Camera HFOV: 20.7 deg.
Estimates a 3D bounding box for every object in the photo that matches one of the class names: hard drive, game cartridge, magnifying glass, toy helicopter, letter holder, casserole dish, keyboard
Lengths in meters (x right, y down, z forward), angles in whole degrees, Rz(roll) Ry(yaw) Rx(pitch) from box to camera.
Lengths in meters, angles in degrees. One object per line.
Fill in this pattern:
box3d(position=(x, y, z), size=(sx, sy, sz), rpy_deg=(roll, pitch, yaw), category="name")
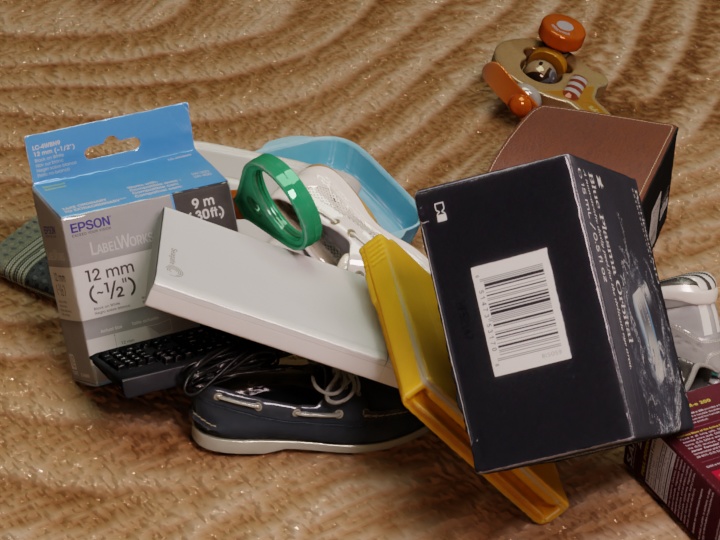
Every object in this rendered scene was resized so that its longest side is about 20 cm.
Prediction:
box3d(position=(-0.061, 0.019, 1.486), size=(0.200, 0.027, 0.132), rpy_deg=(19, 24, -11), category="hard drive")
box3d(position=(0.074, 0.078, 1.483), size=(0.032, 0.176, 0.200), rpy_deg=(-39, 32, 13), category="game cartridge")
box3d(position=(-0.084, -0.053, 1.564), size=(0.022, 0.080, 0.200), rpy_deg=(-33, 14, -19), category="magnifying glass")
box3d(position=(0.203, -0.164, 1.928), size=(0.132, 0.079, 0.200), rpy_deg=(-18, 51, -39), category="toy helicopter")
box3d(position=(0.185, -0.053, 1.732), size=(0.142, 0.101, 0.200), rpy_deg=(12, 34, 15), category="letter holder")
box3d(position=(-0.027, -0.060, 1.774), size=(0.121, 0.039, 0.200), rpy_deg=(-14, 38, -25), category="casserole dish")
box3d(position=(-0.099, 0.048, 1.500), size=(0.200, 0.040, 0.104), rpy_deg=(-15, 27, -27), category="keyboard")

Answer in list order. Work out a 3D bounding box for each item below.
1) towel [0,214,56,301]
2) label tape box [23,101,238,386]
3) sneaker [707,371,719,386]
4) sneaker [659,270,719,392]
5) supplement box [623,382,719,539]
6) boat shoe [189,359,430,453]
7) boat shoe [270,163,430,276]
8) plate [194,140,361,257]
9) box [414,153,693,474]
box3d(position=(-0.195, -0.019, 1.710), size=(0.192, 0.035, 0.200), rpy_deg=(19, 39, 26), category="towel")
box3d(position=(-0.172, -0.023, 1.557), size=(0.143, 0.200, 0.066), rpy_deg=(-14, 9, -24), category="label tape box")
box3d(position=(0.347, 0.092, 1.553), size=(0.200, 0.078, 0.091), rpy_deg=(31, 38, 32), category="sneaker")
box3d(position=(0.202, 0.076, 1.563), size=(0.200, 0.116, 0.075), rpy_deg=(-16, -1, 40), category="sneaker")
box3d(position=(0.294, 0.164, 1.446), size=(0.109, 0.061, 0.200), rpy_deg=(-12, 38, -24), category="supplement box")
box3d(position=(-0.032, 0.096, 1.516), size=(0.200, 0.062, 0.075), rpy_deg=(-1, 32, -8), category="boat shoe")
box3d(position=(0.000, 0.000, 1.627), size=(0.200, 0.071, 0.069), rpy_deg=(44, 48, 16), category="boat shoe")
box3d(position=(-0.121, -0.055, 1.703), size=(0.200, 0.032, 0.200), rpy_deg=(12, 36, 15), category="plate")
box3d(position=(0.140, 0.032, 1.381), size=(0.117, 0.197, 0.200), rpy_deg=(-15, -7, 19), category="box")
